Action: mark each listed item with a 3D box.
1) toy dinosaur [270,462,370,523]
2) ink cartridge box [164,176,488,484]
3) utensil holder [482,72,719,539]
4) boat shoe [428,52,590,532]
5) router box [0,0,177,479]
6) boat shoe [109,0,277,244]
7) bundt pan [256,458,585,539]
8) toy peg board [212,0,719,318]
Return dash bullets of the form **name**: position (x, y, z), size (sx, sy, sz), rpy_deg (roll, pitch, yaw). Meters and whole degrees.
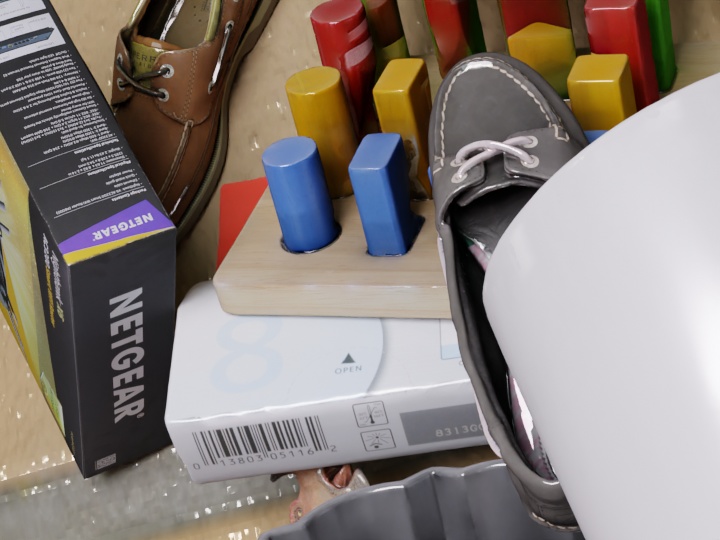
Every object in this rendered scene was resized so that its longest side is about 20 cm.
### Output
- **toy dinosaur**: position (-0.023, 0.188, 0.794), size (0.136, 0.086, 0.200), rpy_deg (34, 91, 27)
- **ink cartridge box**: position (0.000, 0.000, 0.813), size (0.160, 0.047, 0.200), rpy_deg (-9, 44, 9)
- **utensil holder**: position (0.145, 0.060, 0.529), size (0.170, 0.170, 0.200), rpy_deg (-30, 61, 9)
- **boat shoe**: position (0.064, -0.002, 0.665), size (0.067, 0.057, 0.200), rpy_deg (-16, 68, 13)
- **router box**: position (-0.143, -0.016, 0.846), size (0.052, 0.200, 0.157), rpy_deg (-22, 61, -19)
- **boat shoe**: position (-0.104, -0.104, 0.932), size (0.072, 0.068, 0.200), rpy_deg (12, 78, 23)
- **bundt pan**: position (0.038, 0.146, 0.657), size (0.202, 0.202, 0.076), rpy_deg (-6, 107, 19)
- **toy peg board**: position (0.048, -0.077, 0.792), size (0.200, 0.098, 0.199), rpy_deg (0, 36, 22)
